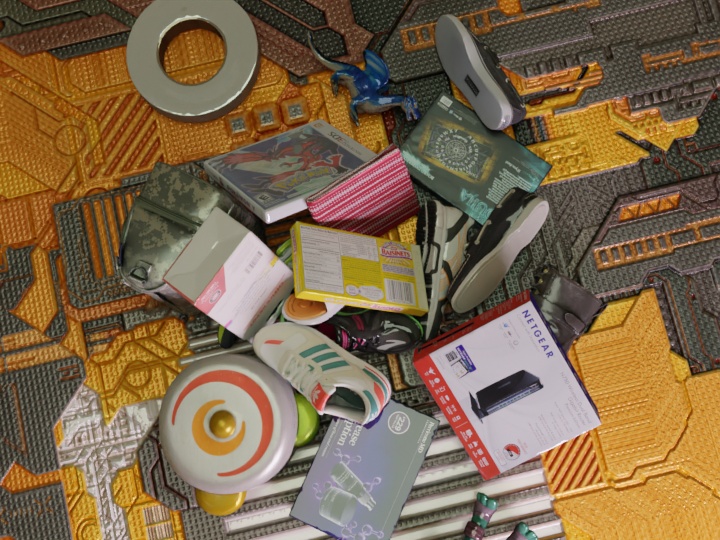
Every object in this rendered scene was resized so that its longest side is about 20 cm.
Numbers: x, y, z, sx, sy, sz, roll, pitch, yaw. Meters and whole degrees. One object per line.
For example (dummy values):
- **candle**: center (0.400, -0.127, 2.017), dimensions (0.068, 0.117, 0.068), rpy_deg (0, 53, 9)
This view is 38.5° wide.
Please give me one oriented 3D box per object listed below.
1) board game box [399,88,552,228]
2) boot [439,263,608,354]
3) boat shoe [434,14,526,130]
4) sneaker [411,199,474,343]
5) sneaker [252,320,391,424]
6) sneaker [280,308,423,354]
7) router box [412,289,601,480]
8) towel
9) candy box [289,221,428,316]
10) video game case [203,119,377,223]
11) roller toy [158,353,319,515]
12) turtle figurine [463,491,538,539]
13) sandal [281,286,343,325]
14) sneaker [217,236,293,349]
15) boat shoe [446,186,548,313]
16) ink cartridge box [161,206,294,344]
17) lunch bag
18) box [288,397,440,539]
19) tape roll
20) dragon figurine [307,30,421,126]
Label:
- **board game box**: center (0.160, -0.153, 1.501), dimensions (0.199, 0.028, 0.136), rpy_deg (36, 84, 7)
- **boot**: center (0.228, 0.068, 1.448), dimensions (0.199, 0.069, 0.175), rpy_deg (27, 79, -1)
- **boat shoe**: center (0.180, -0.294, 1.508), dimensions (0.066, 0.070, 0.201), rpy_deg (-15, 63, -32)
- **sneaker**: center (0.117, 0.005, 1.454), dimensions (0.079, 0.074, 0.202), rpy_deg (9, 92, -28)
- **sneaker**: center (-0.057, 0.136, 1.341), dimensions (0.199, 0.093, 0.071), rpy_deg (28, 112, 4)
- **sneaker**: center (-0.013, 0.092, 1.419), dimensions (0.198, 0.084, 0.077), rpy_deg (3, 119, -1)
- **router box**: center (0.195, 0.154, 1.378), dimensions (0.179, 0.049, 0.201), rpy_deg (-29, 102, 14)
- **towel**: center (0.007, -0.090, 1.412), dimensions (0.144, 0.200, 0.023), rpy_deg (-32, 66, -2)
- **candy box**: center (0.000, 0.000, 1.378), dimensions (0.199, 0.026, 0.103), rpy_deg (10, 58, -31)
- **video game case**: center (-0.089, -0.143, 1.423), dimensions (0.199, 0.023, 0.182), rpy_deg (-24, 39, -25)
- **roller toy**: center (-0.176, 0.206, 1.389), dimensions (0.200, 0.140, 0.183), rpy_deg (-44, 82, 0)
- **turtle figurine**: center (0.142, 0.406, 1.371), dimensions (0.150, 0.101, 0.200), rpy_deg (42, 68, -7)
- **sandal**: center (-0.036, 0.001, 1.420), dimensions (0.079, 0.060, 0.206), rpy_deg (17, 41, 35)
- **sneaker**: center (-0.125, 0.038, 1.459), dimensions (0.081, 0.074, 0.200), rpy_deg (41, 86, 4)
- **boat shoe**: center (0.179, -0.031, 1.431), dimensions (0.060, 0.074, 0.200), rpy_deg (35, 84, 33)
- **ink cartridge box**: center (-0.163, 0.014, 1.356), dimensions (0.067, 0.200, 0.117), rpy_deg (34, 83, 26)
- **lunch bag**: center (-0.240, -0.032, 1.407), dimensions (0.139, 0.200, 0.169), rpy_deg (23, 81, 14)
- **box**: center (0.007, 0.270, 1.411), dimensions (0.140, 0.079, 0.201), rpy_deg (24, 82, 3)
- **tape roll**: center (-0.249, -0.323, 1.541), dimensions (0.201, 0.037, 0.205), rpy_deg (0, 80, 2)
- **dragon figurine**: center (0.009, -0.282, 1.513), dimensions (0.099, 0.059, 0.201), rpy_deg (-34, 78, -5)
